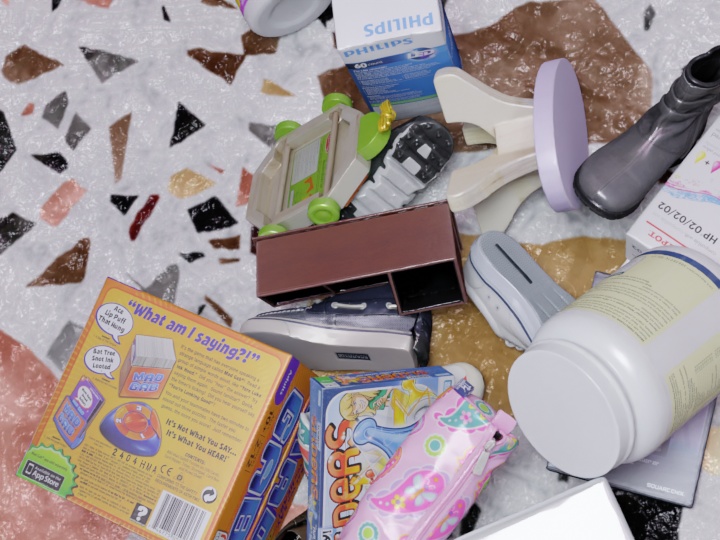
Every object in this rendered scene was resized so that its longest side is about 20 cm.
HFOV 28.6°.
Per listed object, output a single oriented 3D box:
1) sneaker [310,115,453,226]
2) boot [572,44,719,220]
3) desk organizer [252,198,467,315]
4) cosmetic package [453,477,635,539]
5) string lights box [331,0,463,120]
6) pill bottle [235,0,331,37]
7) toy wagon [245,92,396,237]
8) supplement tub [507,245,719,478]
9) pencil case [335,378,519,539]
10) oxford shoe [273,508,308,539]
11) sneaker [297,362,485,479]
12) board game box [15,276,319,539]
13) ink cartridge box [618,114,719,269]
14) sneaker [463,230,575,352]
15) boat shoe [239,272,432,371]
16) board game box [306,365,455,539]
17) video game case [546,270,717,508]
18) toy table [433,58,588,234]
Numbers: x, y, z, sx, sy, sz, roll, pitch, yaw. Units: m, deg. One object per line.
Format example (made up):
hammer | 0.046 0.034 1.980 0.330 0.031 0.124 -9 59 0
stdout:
sneaker | 0.018 -0.084 1.445 0.066 0.091 0.200 40 107 -14
boot | 0.281 -0.138 1.321 0.070 0.132 0.200 40 48 10
desk organizer | 0.000 0.000 1.362 0.198 0.072 0.077 -11 46 7
cosmetic package | 0.186 0.309 1.248 0.165 0.167 0.202 -25 75 5
string lights box | 0.043 -0.213 1.399 0.102 0.200 0.060 -9 74 9
pill bottle | -0.112 -0.359 1.520 0.104 0.104 0.201 -28 72 4
toy wagon | -0.036 -0.107 1.420 0.199 0.039 0.156 -25 43 34
supplement tub | 0.240 0.080 1.251 0.199 0.146 0.145 -31 68 -34
pencil case | 0.058 0.199 1.262 0.087 0.087 0.201 37 86 18
oxford shoe | -0.029 0.252 1.357 0.073 0.084 0.200 40 84 23
sneaker | 0.029 0.130 1.347 0.198 0.094 0.070 -25 44 -10
board game box | -0.166 0.154 1.350 0.198 0.200 0.201 22 81 17
ink cartridge box | 0.333 -0.035 1.350 0.115 0.068 0.200 36 80 21
sneaker | 0.173 0.052 1.374 0.073 0.071 0.201 -23 66 -32
boat shoe | -0.019 0.046 1.423 0.198 0.075 0.093 6 60 14
board game box | 0.017 0.194 1.311 0.134 0.034 0.202 -4 104 -23
video game case | 0.272 0.113 1.363 0.141 0.019 0.202 13 80 15
toy table | 0.151 -0.122 1.378 0.116 0.200 0.186 -10 108 19
